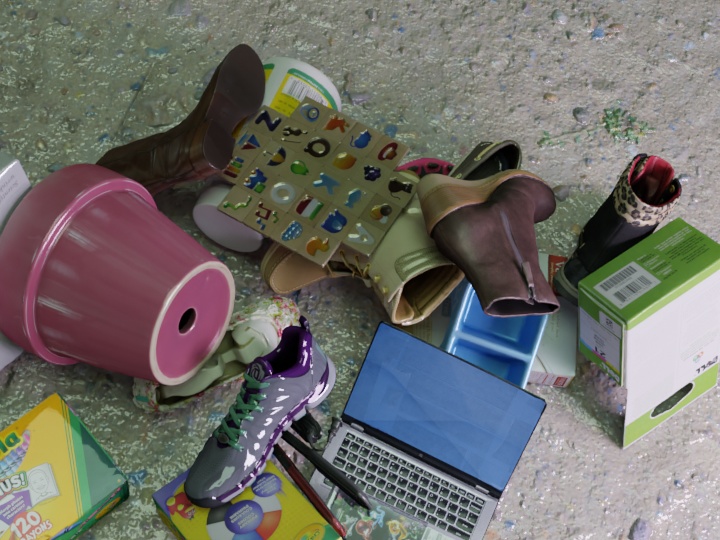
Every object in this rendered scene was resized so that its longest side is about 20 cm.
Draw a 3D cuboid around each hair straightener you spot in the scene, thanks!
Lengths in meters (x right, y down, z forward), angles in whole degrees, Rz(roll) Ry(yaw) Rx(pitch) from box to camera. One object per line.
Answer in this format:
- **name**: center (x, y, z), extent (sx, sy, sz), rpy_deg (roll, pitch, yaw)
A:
- **hair straightener**: center (-0.047, 0.174, 1.293), extent (0.077, 0.041, 0.200), rpy_deg (-40, 45, -8)

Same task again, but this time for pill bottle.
- **pill bottle**: center (-0.106, -0.126, 1.432), extent (0.112, 0.113, 0.202), rpy_deg (22, 63, 4)

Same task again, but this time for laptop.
- **laptop**: center (0.055, 0.194, 1.292), extent (0.185, 0.116, 0.201), rpy_deg (25, 63, 6)

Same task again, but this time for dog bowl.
- **dog bowl**: center (0.133, 0.077, 1.349), extent (0.110, 0.050, 0.203), rpy_deg (19, 89, -3)

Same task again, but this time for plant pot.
- **plant pot**: center (-0.230, 0.018, 1.273), extent (0.178, 0.201, 0.201), rpy_deg (25, 62, 24)

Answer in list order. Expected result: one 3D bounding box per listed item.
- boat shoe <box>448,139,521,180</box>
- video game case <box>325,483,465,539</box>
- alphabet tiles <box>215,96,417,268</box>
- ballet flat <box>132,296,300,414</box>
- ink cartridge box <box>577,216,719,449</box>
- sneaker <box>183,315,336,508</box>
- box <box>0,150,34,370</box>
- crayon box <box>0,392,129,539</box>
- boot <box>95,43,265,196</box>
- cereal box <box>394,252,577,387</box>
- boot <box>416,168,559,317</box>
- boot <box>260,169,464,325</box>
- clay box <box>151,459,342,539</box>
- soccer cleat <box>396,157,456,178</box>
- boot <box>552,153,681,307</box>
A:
- **boat shoe**: center (0.110, -0.066, 1.407), extent (0.072, 0.059, 0.201), rpy_deg (45, 61, -13)
- **video game case**: center (0.016, 0.331, 1.250), extent (0.180, 0.023, 0.202), rpy_deg (24, 75, 6)
- **alphabet tiles**: center (-0.047, -0.095, 1.342), extent (0.198, 0.006, 0.167), rpy_deg (28, 65, 18)
- **ballet flat**: center (-0.141, 0.093, 1.340), extent (0.199, 0.064, 0.076), rpy_deg (-30, 106, -15)
- **ink cartridge box**: center (0.304, 0.070, 1.361), extent (0.147, 0.202, 0.076), rpy_deg (-30, 47, -21)
- **sneaker**: center (-0.109, 0.133, 1.259), extent (0.074, 0.088, 0.200), rpy_deg (20, 57, 37)
- **box**: center (-0.406, -0.002, 1.270), extent (0.130, 0.201, 0.200), rpy_deg (25, 61, 25)
- **crayon box**: center (-0.337, 0.228, 1.256), extent (0.199, 0.058, 0.119), rpy_deg (-37, 74, -22)
- **boot**: center (-0.206, -0.149, 1.407), extent (0.064, 0.198, 0.188), rpy_deg (47, 44, -29)
- **cereal box**: center (0.138, 0.042, 1.420), extent (0.197, 0.040, 0.146), rpy_deg (8, 63, -3)
- **boot**: center (0.153, -0.021, 1.300), extent (0.198, 0.073, 0.167), rpy_deg (1, 50, -41)
- **boot**: center (0.000, 0.000, 1.339), extent (0.198, 0.073, 0.156), rpy_deg (-28, 48, 3)
- **clay box**: center (-0.100, 0.253, 1.239), extent (0.114, 0.048, 0.200), rpy_deg (-33, 47, -20)
- **soccer cleat**: center (0.036, -0.093, 1.460), extent (0.198, 0.086, 0.071), rpy_deg (2, 91, -30)
- **boot**: center (0.289, -0.058, 1.401), extent (0.073, 0.151, 0.200), rpy_deg (38, 40, 11)
